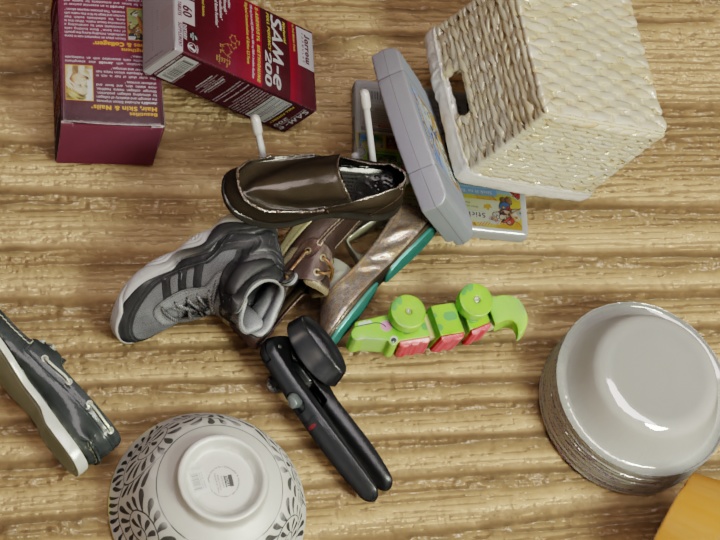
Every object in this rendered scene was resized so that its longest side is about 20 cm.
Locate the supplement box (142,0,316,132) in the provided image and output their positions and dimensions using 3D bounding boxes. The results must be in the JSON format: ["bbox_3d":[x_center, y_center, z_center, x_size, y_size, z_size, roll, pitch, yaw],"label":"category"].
[{"bbox_3d":[-0.141,-0.238,1.769,0.199,0.061,0.109,20,56,-40],"label":"supplement box"}]

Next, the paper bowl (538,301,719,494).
[{"bbox_3d":[0.298,0.128,1.730,0.199,0.104,0.202,6,63,-11],"label":"paper bowl"}]

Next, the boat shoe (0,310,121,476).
[{"bbox_3d":[-0.312,0.106,1.594,0.060,0.076,0.200,-34,89,-26],"label":"boat shoe"}]

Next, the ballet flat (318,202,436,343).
[{"bbox_3d":[0.000,0.000,1.733,0.067,0.068,0.200,38,61,10],"label":"ballet flat"}]

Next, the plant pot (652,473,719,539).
[{"bbox_3d":[0.386,0.300,1.628,0.183,0.201,0.200,28,59,18],"label":"plant pot"}]

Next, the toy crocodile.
[{"bbox_3d":[0.081,0.060,1.724,0.199,0.068,0.062,-9,67,-20],"label":"toy crocodile"}]

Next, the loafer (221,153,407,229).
[{"bbox_3d":[-0.042,-0.091,1.623,0.199,0.071,0.073,-5,68,-25],"label":"loafer"}]

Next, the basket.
[{"bbox_3d":[0.203,-0.205,1.808,0.199,0.161,0.199,6,62,-34],"label":"basket"}]

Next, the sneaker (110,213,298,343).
[{"bbox_3d":[-0.155,0.030,1.622,0.200,0.076,0.114,-35,51,3],"label":"sneaker"}]

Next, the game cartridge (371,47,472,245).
[{"bbox_3d":[0.066,-0.137,1.758,0.041,0.133,0.201,-20,66,7],"label":"game cartridge"}]

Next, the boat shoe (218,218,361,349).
[{"bbox_3d":[-0.056,0.000,1.685,0.200,0.072,0.072,-43,69,-7],"label":"boat shoe"}]

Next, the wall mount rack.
[{"bbox_3d":[-0.048,-0.110,1.702,0.199,0.174,0.075,-15,73,-9],"label":"wall mount rack"}]

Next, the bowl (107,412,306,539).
[{"bbox_3d":[-0.140,0.215,1.571,0.200,0.094,0.202,7,61,-12],"label":"bowl"}]

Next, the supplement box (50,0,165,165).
[{"bbox_3d":[-0.276,-0.220,1.757,0.110,0.086,0.201,1,63,-16],"label":"supplement box"}]

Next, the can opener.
[{"bbox_3d":[-0.036,0.147,1.652,0.063,0.079,0.201,-23,80,-41],"label":"can opener"}]

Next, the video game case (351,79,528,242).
[{"bbox_3d":[0.089,-0.125,1.847,0.199,0.023,0.183,6,62,-14],"label":"video game case"}]
